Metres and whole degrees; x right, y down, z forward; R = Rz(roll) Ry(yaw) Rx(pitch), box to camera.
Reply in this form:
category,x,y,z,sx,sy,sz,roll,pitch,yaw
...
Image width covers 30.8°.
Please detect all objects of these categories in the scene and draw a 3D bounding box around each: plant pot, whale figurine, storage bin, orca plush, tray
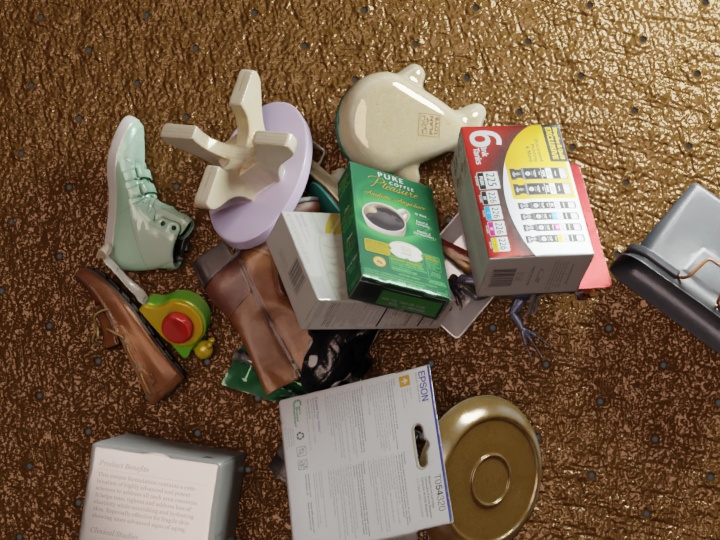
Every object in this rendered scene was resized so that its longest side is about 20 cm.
category,x,y,z,sx,sy,sz,roll,pitch,yaw
plant pot,0.154,0.255,1.605,0.198,0.027,0.203,-3,96,-36
whale figurine,0.062,-0.183,1.687,0.198,0.104,0.161,2,89,-18
storage bin,0.431,-0.008,1.608,0.199,0.146,0.135,35,80,7
orca plush,0.008,0.076,1.622,0.199,0.071,0.106,-34,106,-27
tray,0.150,-0.020,1.690,0.107,0.022,0.200,41,91,8

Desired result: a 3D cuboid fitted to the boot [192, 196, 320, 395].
category,x,y,z,sx,sy,sz,roll,pitch,yaw
boot,-0.088,0.028,1.650,0.187,0.069,0.201,-32,81,-10

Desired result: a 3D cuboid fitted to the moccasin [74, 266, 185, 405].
category,x,y,z,sx,sy,sz,roll,pitch,yaw
moccasin,-0.313,0.084,1.712,0.077,0.074,0.202,-36,93,-7

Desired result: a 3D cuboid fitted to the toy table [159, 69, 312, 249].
category,x,y,z,sx,sy,sz,roll,pitch,yaw
toy table,-0.144,-0.142,1.615,0.182,0.117,0.202,-4,64,21

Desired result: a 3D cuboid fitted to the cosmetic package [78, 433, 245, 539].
category,x,y,z,sx,sy,sz,roll,pitch,yaw
cosmetic package,-0.249,0.320,1.636,0.165,0.166,0.203,8,87,6

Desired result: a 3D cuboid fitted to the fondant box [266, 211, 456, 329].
category,x,y,z,sx,sy,sz,roll,pitch,yaw
fondant box,0.000,0.000,1.600,0.058,0.198,0.145,-58,43,38

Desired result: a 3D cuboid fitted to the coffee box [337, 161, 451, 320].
category,x,y,z,sx,sy,sz,roll,pitch,yaw
coffee box,0.038,-0.037,1.583,0.122,0.044,0.201,14,43,-21

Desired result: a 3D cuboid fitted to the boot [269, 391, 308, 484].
category,x,y,z,sx,sy,sz,roll,pitch,yaw
boot,-0.004,0.239,1.645,0.199,0.070,0.133,30,93,-10

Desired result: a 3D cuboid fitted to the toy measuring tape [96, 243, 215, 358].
category,x,y,z,sx,sy,sz,roll,pitch,yaw
toy measuring tape,-0.252,0.033,1.689,0.073,0.074,0.201,-39,104,2

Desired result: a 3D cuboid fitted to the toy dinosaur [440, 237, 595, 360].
category,x,y,z,sx,sy,sz,roll,pitch,yaw
toy dinosaur,0.195,0.008,1.633,0.179,0.105,0.202,-14,77,-15

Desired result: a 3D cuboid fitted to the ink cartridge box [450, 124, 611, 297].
category,x,y,z,sx,sy,sz,roll,pitch,yaw
ink cartridge box,0.215,-0.077,1.599,0.173,0.084,0.202,-3,57,-10

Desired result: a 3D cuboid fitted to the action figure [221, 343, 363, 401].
category,x,y,z,sx,sy,sz,roll,pitch,yaw
action figure,-0.067,0.139,1.689,0.198,0.055,0.119,27,86,3

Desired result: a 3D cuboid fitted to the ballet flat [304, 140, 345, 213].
category,x,y,z,sx,sy,sz,roll,pitch,yaw
ballet flat,-0.055,-0.124,1.703,0.200,0.069,0.070,42,91,8

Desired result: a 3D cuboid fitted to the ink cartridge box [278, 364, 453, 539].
category,x,y,z,sx,sy,sz,roll,pitch,yaw
ink cartridge box,0.007,0.230,1.550,0.198,0.043,0.199,-14,63,13

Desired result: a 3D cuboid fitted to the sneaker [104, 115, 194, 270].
category,x,y,z,sx,sy,sz,roll,pitch,yaw
sneaker,-0.268,-0.099,1.713,0.117,0.074,0.203,5,96,13

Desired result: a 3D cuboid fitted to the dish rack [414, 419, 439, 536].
category,x,y,z,sx,sy,sz,roll,pitch,yaw
dish rack,0.097,0.259,1.624,0.199,0.054,0.155,30,78,-13
